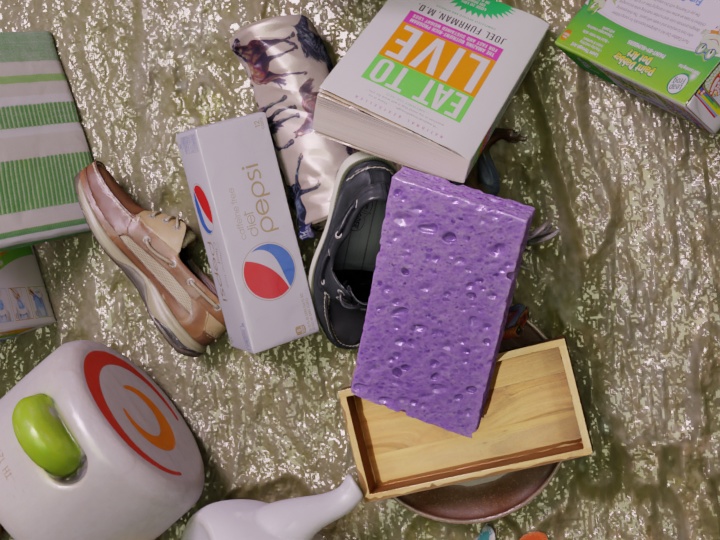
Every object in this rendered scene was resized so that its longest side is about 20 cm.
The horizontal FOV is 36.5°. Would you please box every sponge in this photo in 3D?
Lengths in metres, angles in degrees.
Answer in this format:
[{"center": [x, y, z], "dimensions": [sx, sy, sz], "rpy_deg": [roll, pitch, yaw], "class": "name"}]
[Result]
[{"center": [0.062, 0.029, 0.869], "dimensions": [0.111, 0.030, 0.201], "rpy_deg": [18, 117, 14], "class": "sponge"}]

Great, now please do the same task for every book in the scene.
[{"center": [0.063, -0.165, 0.904], "dimensions": [0.133, 0.200, 0.048], "rpy_deg": [23, 140, 9], "class": "book"}]

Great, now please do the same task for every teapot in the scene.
[{"center": [-0.075, 0.297, 0.955], "dimensions": [0.145, 0.200, 0.199], "rpy_deg": [3, 67, -24], "class": "teapot"}]

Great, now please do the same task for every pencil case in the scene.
[{"center": [-0.051, -0.129, 0.971], "dimensions": [0.089, 0.078, 0.201], "rpy_deg": [-21, 87, 23], "class": "pencil case"}]

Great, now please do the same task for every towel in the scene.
[{"center": [-0.319, -0.121, 1.000], "dimensions": [0.023, 0.152, 0.201], "rpy_deg": [-21, 87, 41], "class": "towel"}]

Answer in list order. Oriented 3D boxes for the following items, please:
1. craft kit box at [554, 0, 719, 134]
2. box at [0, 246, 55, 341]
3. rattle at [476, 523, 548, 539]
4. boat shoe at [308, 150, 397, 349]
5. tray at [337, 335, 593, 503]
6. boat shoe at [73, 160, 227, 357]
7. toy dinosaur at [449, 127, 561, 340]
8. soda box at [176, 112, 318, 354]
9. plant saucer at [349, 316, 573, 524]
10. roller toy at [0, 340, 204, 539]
[{"center": [0.269, -0.224, 0.851], "dimensions": [0.048, 0.200, 0.198], "rpy_deg": [35, 99, -30], "class": "craft kit box"}, {"center": [-0.379, 0.022, 0.980], "dimensions": [0.112, 0.200, 0.102], "rpy_deg": [-19, 88, 11], "class": "box"}, {"center": [0.097, 0.327, 0.925], "dimensions": [0.130, 0.143, 0.201], "rpy_deg": [32, 105, 29], "class": "rattle"}, {"center": [0.002, 0.000, 0.927], "dimensions": [0.074, 0.066, 0.200], "rpy_deg": [3, 125, -18], "class": "boat shoe"}, {"center": [0.089, 0.127, 0.934], "dimensions": [0.199, 0.037, 0.099], "rpy_deg": [-14, 88, 11], "class": "tray"}, {"center": [-0.185, -0.018, 1.010], "dimensions": [0.074, 0.076, 0.201], "rpy_deg": [-34, 93, 5], "class": "boat shoe"}, {"center": [0.098, -0.036, 0.943], "dimensions": [0.199, 0.105, 0.183], "rpy_deg": [11, 89, 45], "class": "toy dinosaur"}, {"center": [-0.099, -0.033, 0.960], "dimensions": [0.068, 0.064, 0.201], "rpy_deg": [-17, 100, -23], "class": "soda box"}, {"center": [0.089, 0.121, 0.970], "dimensions": [0.199, 0.037, 0.202], "rpy_deg": [0, 91, 11], "class": "plant saucer"}, {"center": [-0.241, 0.171, 0.966], "dimensions": [0.140, 0.183, 0.200], "rpy_deg": [-40, 114, 8], "class": "roller toy"}]
